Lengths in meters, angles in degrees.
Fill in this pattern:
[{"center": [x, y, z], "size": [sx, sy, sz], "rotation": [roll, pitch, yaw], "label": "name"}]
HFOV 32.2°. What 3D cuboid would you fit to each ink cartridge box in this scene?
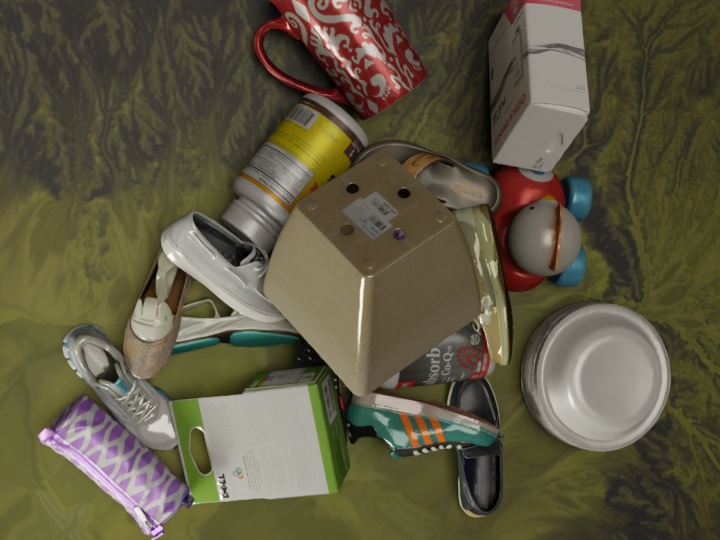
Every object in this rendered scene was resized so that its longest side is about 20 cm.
[{"center": [0.227, -0.252, 1.614], "size": [0.082, 0.147, 0.202], "rotation": [8, 61, -12], "label": "ink cartridge box"}, {"center": [-0.127, 0.209, 1.587], "size": [0.198, 0.076, 0.149], "rotation": [-7, 103, 14], "label": "ink cartridge box"}]

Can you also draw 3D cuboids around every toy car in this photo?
[{"center": [0.232, -0.060, 1.625], "size": [0.183, 0.200, 0.179], "rotation": [6, 89, -14], "label": "toy car"}]

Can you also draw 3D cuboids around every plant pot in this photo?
[{"center": [0.016, -0.016, 1.461], "size": [0.199, 0.178, 0.200], "rotation": [-32, 61, -23], "label": "plant pot"}]

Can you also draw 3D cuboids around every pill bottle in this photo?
[{"center": [-0.087, -0.120, 1.594], "size": [0.109, 0.109, 0.200], "rotation": [40, 82, -10], "label": "pill bottle"}, {"center": [0.070, 0.094, 1.630], "size": [0.198, 0.116, 0.117], "rotation": [-6, 92, -13], "label": "pill bottle"}]

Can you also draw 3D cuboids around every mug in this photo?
[{"center": [-0.025, -0.299, 1.619], "size": [0.201, 0.177, 0.134], "rotation": [54, 40, -12], "label": "mug"}]

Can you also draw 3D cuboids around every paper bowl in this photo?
[{"center": [0.327, 0.144, 1.699], "size": [0.199, 0.104, 0.203], "rotation": [0, 89, -13], "label": "paper bowl"}]

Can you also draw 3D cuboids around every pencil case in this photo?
[{"center": [-0.305, 0.246, 1.555], "size": [0.200, 0.084, 0.086], "rotation": [43, 37, -7], "label": "pencil case"}]

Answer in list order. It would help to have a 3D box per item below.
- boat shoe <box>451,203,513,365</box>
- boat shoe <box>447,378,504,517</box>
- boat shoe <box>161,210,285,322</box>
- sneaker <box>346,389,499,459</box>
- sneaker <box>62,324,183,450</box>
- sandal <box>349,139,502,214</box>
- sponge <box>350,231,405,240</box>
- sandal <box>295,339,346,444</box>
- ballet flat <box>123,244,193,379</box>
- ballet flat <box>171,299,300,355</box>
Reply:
[{"center": [0.150, 0.021, 1.564], "size": [0.063, 0.073, 0.203], "rotation": [-10, 94, 11], "label": "boat shoe"}, {"center": [0.159, 0.233, 1.680], "size": [0.074, 0.062, 0.202], "rotation": [-3, 90, -12], "label": "boat shoe"}, {"center": [-0.151, -0.008, 1.549], "size": [0.200, 0.068, 0.072], "rotation": [39, 37, -22], "label": "boat shoe"}, {"center": [0.079, 0.211, 1.630], "size": [0.198, 0.071, 0.081], "rotation": [13, 91, 3], "label": "sneaker"}, {"center": [-0.295, 0.153, 1.558], "size": [0.075, 0.087, 0.200], "rotation": [-46, 101, -11], "label": "sneaker"}, {"center": [0.085, -0.111, 1.575], "size": [0.198, 0.055, 0.082], "rotation": [18, 96, -3], "label": "sandal"}, {"center": [0.000, 0.000, 1.630], "size": [0.199, 0.030, 0.112], "rotation": [-23, 128, -14], "label": "sponge"}, {"center": [-0.052, 0.181, 1.629], "size": [0.074, 0.045, 0.202], "rotation": [3, 105, 7], "label": "sandal"}, {"center": [-0.249, 0.033, 1.546], "size": [0.067, 0.067, 0.202], "rotation": [11, 64, 4], "label": "ballet flat"}, {"center": [-0.175, 0.067, 1.602], "size": [0.198, 0.069, 0.070], "rotation": [-5, 91, -13], "label": "ballet flat"}]
